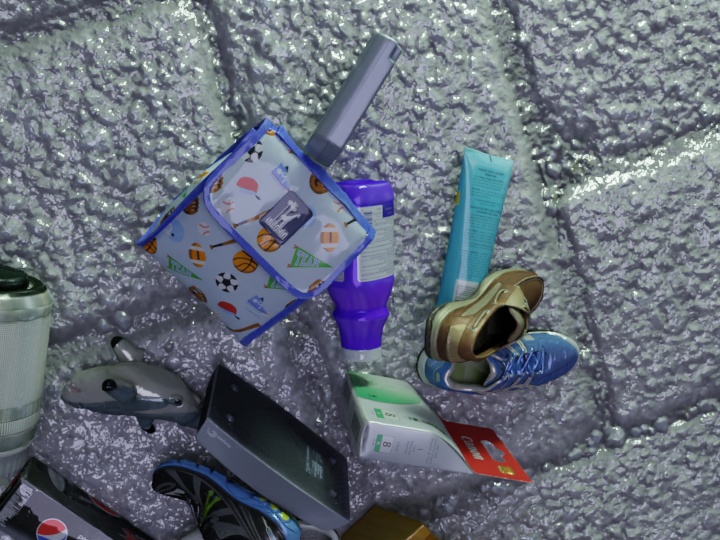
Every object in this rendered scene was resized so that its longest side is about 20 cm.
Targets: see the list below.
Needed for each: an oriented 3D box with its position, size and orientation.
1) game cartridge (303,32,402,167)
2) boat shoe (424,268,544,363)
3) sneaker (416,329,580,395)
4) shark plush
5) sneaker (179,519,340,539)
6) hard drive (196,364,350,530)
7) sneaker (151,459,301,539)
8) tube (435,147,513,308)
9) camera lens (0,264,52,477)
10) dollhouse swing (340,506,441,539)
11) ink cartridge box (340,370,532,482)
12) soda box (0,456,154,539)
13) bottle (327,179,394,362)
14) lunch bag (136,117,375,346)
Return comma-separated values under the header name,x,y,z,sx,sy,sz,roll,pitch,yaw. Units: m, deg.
name,x,y,z,sx,sy,sz,roll,pitch,yaw
game cartridge,-0.012,-0.171,1.005,0.041,0.200,0.134,28,93,-6
boat shoe,0.154,0.057,1.092,0.199,0.073,0.077,-28,121,-42
sneaker,0.169,0.116,1.147,0.197,0.077,0.077,-8,99,-10
shark plush,-0.234,0.149,1.109,0.198,0.091,0.084,21,117,-31
sneaker,-0.122,0.318,1.118,0.197,0.081,0.077,-5,73,-14
hard drive,-0.097,0.202,1.089,0.199,0.135,0.042,39,106,-17
sneaker,-0.160,0.270,1.073,0.198,0.071,0.083,22,71,27
tube,0.130,-0.036,1.130,0.077,0.050,0.203,7,97,-41
camera lens,-0.407,0.096,1.002,0.158,0.160,0.203,8,98,-11
dollhouse swing,0.047,0.415,1.137,0.176,0.181,0.200,-46,105,-21
ink cartridge box,0.083,0.175,1.099,0.197,0.161,0.051,9,102,-11
soda box,-0.313,0.301,1.097,0.199,0.071,0.064,39,92,-13
bottle,0.000,0.000,1.097,0.083,0.065,0.203,-14,106,-51
lunch bag,-0.105,-0.042,1.012,0.199,0.124,0.170,-34,109,32
